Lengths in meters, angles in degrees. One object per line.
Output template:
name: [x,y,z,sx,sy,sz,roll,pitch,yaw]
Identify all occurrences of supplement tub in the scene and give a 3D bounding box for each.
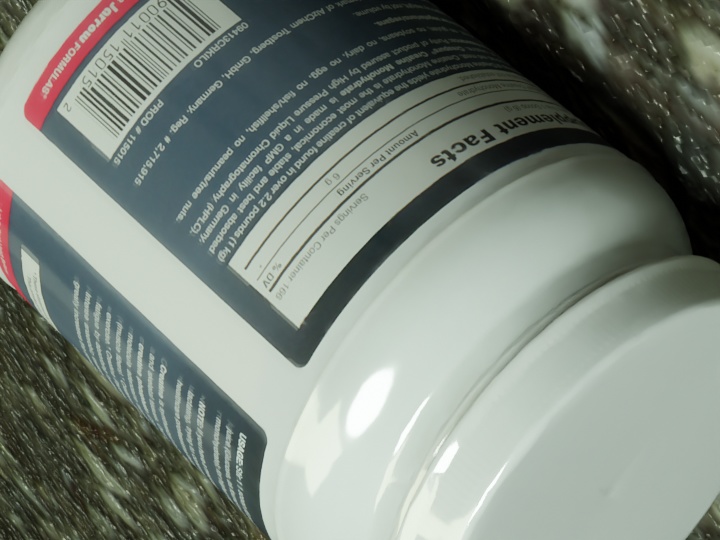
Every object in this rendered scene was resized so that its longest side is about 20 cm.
supplement tub: [0.000,0.000,0.799,0.200,0.140,0.140,42,159,29]
